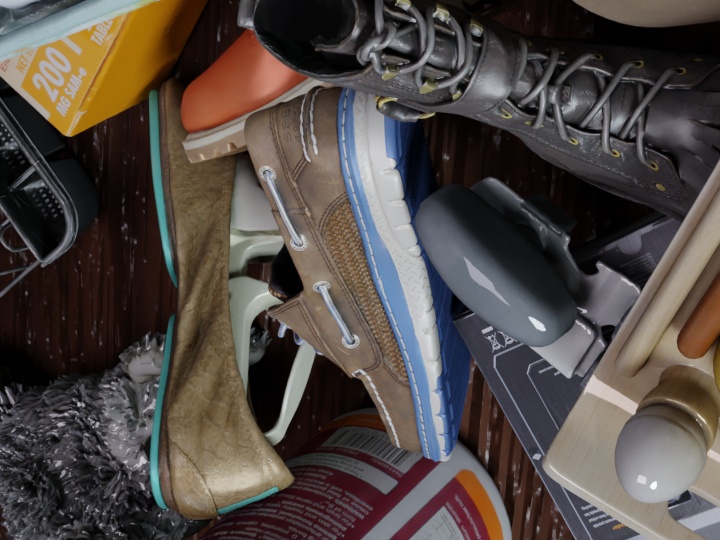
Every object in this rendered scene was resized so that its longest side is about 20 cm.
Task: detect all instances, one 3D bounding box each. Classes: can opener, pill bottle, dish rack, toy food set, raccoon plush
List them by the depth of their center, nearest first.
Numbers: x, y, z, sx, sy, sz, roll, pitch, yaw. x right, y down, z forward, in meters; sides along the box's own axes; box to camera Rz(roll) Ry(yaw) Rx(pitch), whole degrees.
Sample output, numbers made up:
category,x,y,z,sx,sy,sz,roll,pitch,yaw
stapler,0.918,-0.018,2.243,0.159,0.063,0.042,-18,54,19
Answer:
category,x,y,z,sx,sy,sz,roll,pitch,yaw
toy food set,0.154,0.047,0.893,0.143,0.060,0.200,31,143,5
can opener,0.102,0.040,1.004,0.200,0.066,0.053,38,128,11
pill bottle,-0.027,0.149,1.123,0.110,0.200,0.110,18,125,27
raccoon plush,-0.133,0.053,1.238,0.200,0.097,0.134,31,120,22
dish rack,-0.227,-0.031,1.263,0.200,0.055,0.153,-38,86,28

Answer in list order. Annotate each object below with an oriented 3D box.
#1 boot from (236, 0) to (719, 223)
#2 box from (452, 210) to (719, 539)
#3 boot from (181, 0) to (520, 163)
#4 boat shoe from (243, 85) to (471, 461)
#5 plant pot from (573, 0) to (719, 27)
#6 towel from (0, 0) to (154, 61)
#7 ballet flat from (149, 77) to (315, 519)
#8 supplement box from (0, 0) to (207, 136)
category,x,y,z,sx,sy,sz,roll,pitch,yaw
boot,0.066,-0.061,0.939,0.200,0.174,0.069,13,88,55
box,0.153,0.046,1.041,0.200,0.048,0.158,-27,94,42
boot,-0.015,-0.120,1.074,0.200,0.075,0.107,-34,86,35
boat shoe,0.000,0.000,1.088,0.072,0.072,0.200,-1,132,14
plant pot,0.129,-0.161,0.878,0.200,0.200,0.175,59,149,-2
towel,-0.070,-0.118,0.962,0.200,0.171,0.048,-12,97,30
ballet flat,-0.053,0.009,1.140,0.072,0.200,0.068,-5,156,6
supplement box,-0.153,-0.173,1.144,0.200,0.074,0.126,42,130,13
